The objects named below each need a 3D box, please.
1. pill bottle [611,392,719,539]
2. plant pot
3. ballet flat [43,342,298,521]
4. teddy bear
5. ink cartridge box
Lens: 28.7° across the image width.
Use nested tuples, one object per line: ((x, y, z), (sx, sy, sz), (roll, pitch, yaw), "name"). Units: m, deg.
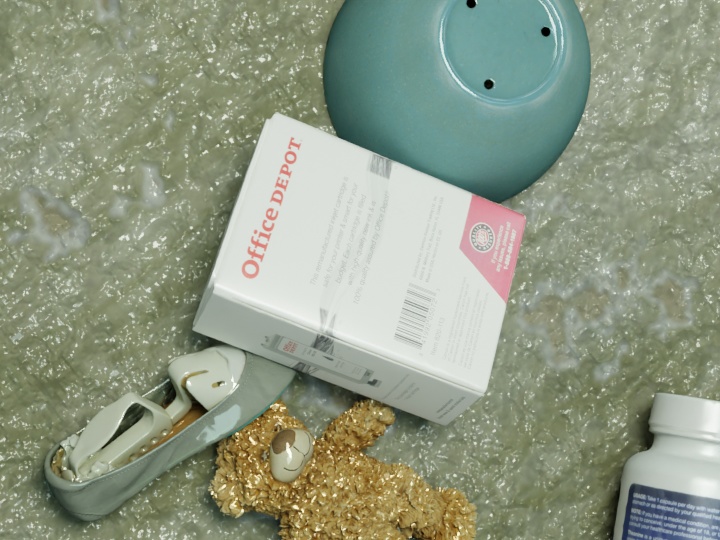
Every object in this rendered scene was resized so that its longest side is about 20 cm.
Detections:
((0.239, 0.195, 1.021), (0.110, 0.111, 0.202), (11, 84, -10), "pill bottle")
((0.081, -0.149, 1.002), (0.198, 0.135, 0.202), (1, 86, -11), "plant pot")
((-0.129, 0.097, 0.971), (0.199, 0.067, 0.064), (-36, 134, -9), "ballet flat")
((-0.007, 0.163, 0.997), (0.145, 0.067, 0.200), (-43, 95, -13), "teddy bear")
((0.000, 0.000, 0.982), (0.199, 0.083, 0.147), (21, 63, -9), "ink cartridge box")
